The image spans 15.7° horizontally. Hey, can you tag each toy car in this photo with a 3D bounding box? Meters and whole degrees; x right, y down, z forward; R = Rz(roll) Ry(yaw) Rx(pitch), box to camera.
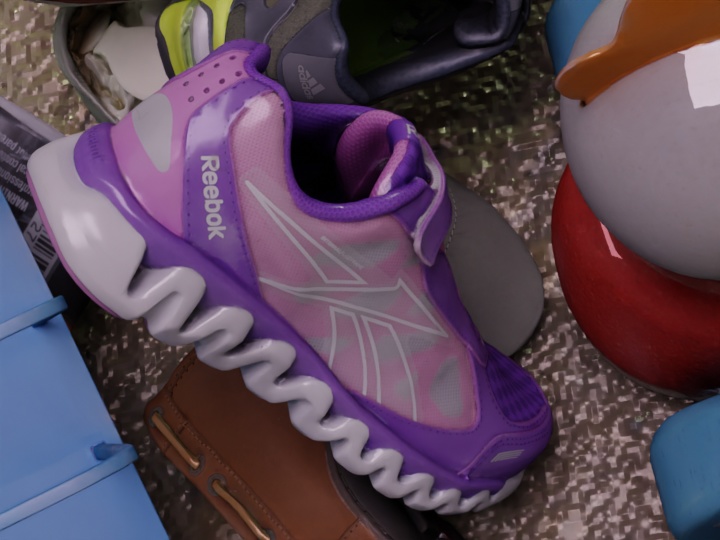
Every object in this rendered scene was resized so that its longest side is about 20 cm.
[{"bbox_3d":[0.129,-0.041,0.749,0.177,0.200,0.185,-16,68,11],"label":"toy car"}]

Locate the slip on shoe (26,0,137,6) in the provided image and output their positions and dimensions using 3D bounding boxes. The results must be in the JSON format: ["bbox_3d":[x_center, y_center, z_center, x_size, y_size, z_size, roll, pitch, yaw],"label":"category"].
[{"bbox_3d":[-0.031,-0.124,0.864,0.200,0.061,0.074,-10,98,-23],"label":"slip on shoe"}]

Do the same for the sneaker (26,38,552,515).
[{"bbox_3d":[0.000,0.000,0.772,0.088,0.200,0.081,-45,38,13],"label":"sneaker"}]

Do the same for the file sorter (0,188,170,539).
[{"bbox_3d":[-0.146,0.039,0.752,0.139,0.123,0.200,-26,92,-11],"label":"file sorter"}]

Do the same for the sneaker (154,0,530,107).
[{"bbox_3d":[0.035,-0.100,0.835,0.200,0.074,0.081,-37,35,-26],"label":"sneaker"}]

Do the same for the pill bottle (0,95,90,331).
[{"bbox_3d":[-0.166,0.036,0.864,0.106,0.106,0.200,26,81,23],"label":"pill bottle"}]

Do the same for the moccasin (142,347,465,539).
[{"bbox_3d":[-0.005,0.103,0.810,0.078,0.074,0.201,-41,67,9],"label":"moccasin"}]

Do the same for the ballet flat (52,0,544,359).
[{"bbox_3d":[-0.028,-0.034,0.869,0.200,0.064,0.067,36,84,24],"label":"ballet flat"}]
